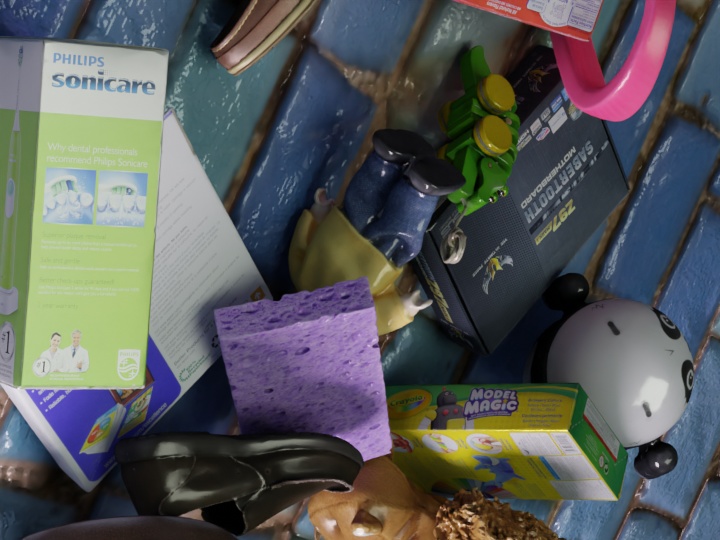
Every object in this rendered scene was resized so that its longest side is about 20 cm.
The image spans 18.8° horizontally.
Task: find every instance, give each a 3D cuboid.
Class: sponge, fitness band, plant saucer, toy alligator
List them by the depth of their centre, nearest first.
[{"bbox_3d":[-0.167,0.204,1.486,0.200,0.200,0.032,21,54,-49],"label":"plant saucer"},{"bbox_3d":[-0.038,0.084,1.571,0.111,0.030,0.200,-13,145,-5],"label":"sponge"},{"bbox_3d":[0.092,-0.079,1.626,0.054,0.059,0.201,27,52,-28],"label":"toy alligator"},{"bbox_3d":[0.193,-0.201,1.635,0.037,0.200,0.144,18,126,-21],"label":"fitness band"}]

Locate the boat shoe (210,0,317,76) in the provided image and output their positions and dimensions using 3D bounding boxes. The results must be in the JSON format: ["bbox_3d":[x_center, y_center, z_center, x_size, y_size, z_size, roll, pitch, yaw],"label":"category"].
[{"bbox_3d":[-0.044,-0.225,1.471,0.067,0.072,0.200,35,91,-16],"label":"boat shoe"}]

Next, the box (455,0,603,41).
[{"bbox_3d":[0.092,-0.240,1.574,0.200,0.095,0.100,9,102,-48],"label":"box"}]

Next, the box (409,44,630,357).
[{"bbox_3d":[0.122,-0.055,1.733,0.200,0.051,0.158,-47,137,-20],"label":"box"}]

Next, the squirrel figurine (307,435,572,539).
[{"bbox_3d":[0.060,0.207,1.692,0.187,0.199,0.142,54,42,-35],"label":"squirrel figurine"}]

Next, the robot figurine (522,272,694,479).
[{"bbox_3d":[0.203,0.087,1.785,0.200,0.150,0.125,124,-11,-81],"label":"robot figurine"}]

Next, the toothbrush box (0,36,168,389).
[{"bbox_3d":[-0.189,-0.037,1.302,0.086,0.145,0.201,0,95,-32],"label":"toothbrush box"}]

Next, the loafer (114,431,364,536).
[{"bbox_3d":[-0.085,0.151,1.527,0.199,0.073,0.072,4,80,-36],"label":"loafer"}]

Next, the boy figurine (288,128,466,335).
[{"bbox_3d":[0.000,0.000,1.585,0.064,0.124,0.201,-9,133,-55],"label":"boy figurine"}]

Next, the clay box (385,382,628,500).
[{"bbox_3d":[0.097,0.135,1.712,0.115,0.199,0.048,52,46,-46],"label":"clay box"}]

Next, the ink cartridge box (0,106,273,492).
[{"bbox_3d":[-0.166,0.016,1.471,0.198,0.043,0.200,-46,138,-20],"label":"ink cartridge box"}]
